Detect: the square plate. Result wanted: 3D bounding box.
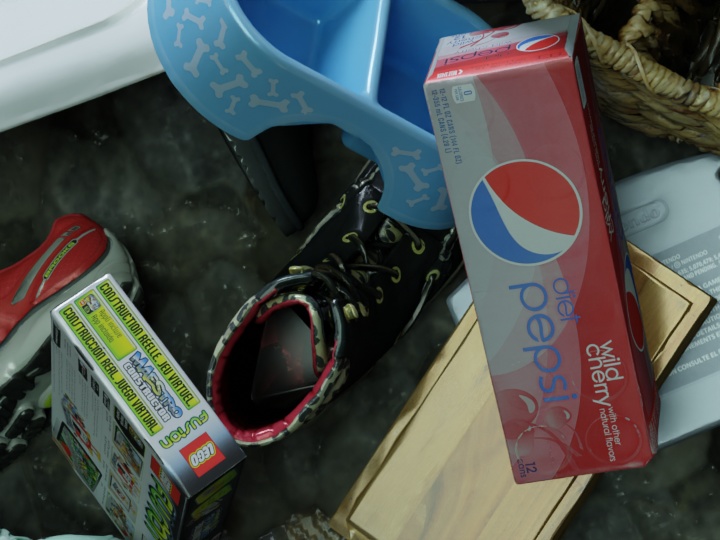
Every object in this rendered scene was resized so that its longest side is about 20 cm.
[{"bbox_3d":[-0.149,-0.157,1.022,0.197,0.028,0.201,-17,45,26],"label":"square plate"}]

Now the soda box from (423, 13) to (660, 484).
[{"bbox_3d":[0.084,-0.007,0.893,0.069,0.063,0.201,-9,112,14],"label":"soda box"}]

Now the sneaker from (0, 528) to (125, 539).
[{"bbox_3d":[-0.187,0.137,1.033,0.118,0.074,0.201,-24,117,13],"label":"sneaker"}]

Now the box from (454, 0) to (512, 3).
[{"bbox_3d":[0.058,-0.226,0.905,0.049,0.200,0.163,-4,82,-2],"label":"box"}]

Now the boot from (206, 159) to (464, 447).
[{"bbox_3d":[0.001,0.002,0.979,0.073,0.154,0.204,37,95,4],"label":"boot"}]

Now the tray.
[{"bbox_3d":[0.079,0.071,0.983,0.098,0.037,0.201,34,96,15],"label":"tray"}]

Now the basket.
[{"bbox_3d":[0.184,-0.162,0.930,0.142,0.149,0.201,23,83,22],"label":"basket"}]

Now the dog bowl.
[{"bbox_3d":[-0.003,-0.099,0.938,0.050,0.199,0.112,-38,34,46],"label":"dog bowl"}]

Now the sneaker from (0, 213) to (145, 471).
[{"bbox_3d":[-0.203,0.047,1.087,0.200,0.077,0.085,-39,58,8],"label":"sneaker"}]

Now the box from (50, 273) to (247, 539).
[{"bbox_3d":[-0.110,0.087,0.987,0.035,0.200,0.110,-34,78,-19],"label":"box"}]

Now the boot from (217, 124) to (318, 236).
[{"bbox_3d":[0.008,-0.133,1.039,0.199,0.066,0.166,-28,105,-3],"label":"boot"}]

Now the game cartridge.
[{"bbox_3d":[0.151,0.019,1.004,0.199,0.040,0.134,-23,84,12],"label":"game cartridge"}]
